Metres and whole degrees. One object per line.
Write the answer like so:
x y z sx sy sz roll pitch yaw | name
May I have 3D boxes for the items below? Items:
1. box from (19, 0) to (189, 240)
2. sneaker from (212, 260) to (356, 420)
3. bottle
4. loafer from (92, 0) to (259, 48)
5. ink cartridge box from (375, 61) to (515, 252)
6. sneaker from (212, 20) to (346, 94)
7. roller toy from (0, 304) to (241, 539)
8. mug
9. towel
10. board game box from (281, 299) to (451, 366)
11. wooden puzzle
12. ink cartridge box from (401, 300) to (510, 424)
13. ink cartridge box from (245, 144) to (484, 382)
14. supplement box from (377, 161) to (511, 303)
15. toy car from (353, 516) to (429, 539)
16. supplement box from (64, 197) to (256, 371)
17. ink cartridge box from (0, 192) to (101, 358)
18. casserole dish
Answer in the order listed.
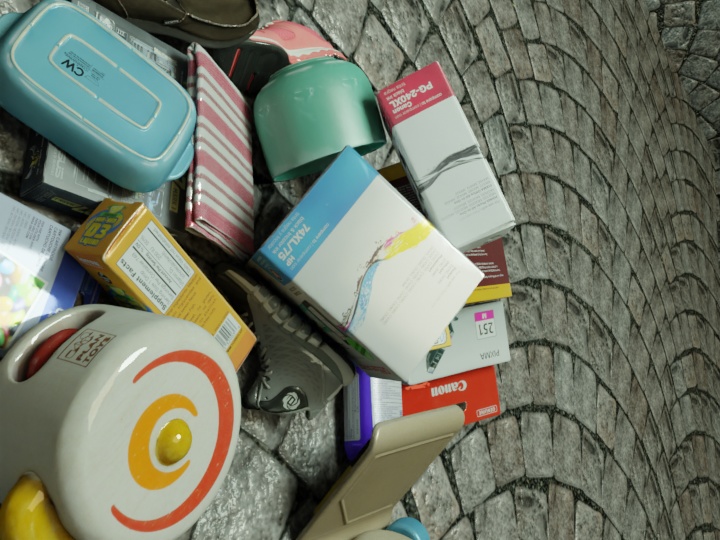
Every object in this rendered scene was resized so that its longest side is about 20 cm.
-0.235 -0.144 0.692 0.157 0.050 0.203 20 64 -47 | box
-0.108 0.090 0.771 0.199 0.075 0.116 41 84 -5 | sneaker
0.015 0.142 0.912 0.083 0.065 0.204 16 67 -53 | bottle
-0.186 -0.287 0.740 0.198 0.071 0.074 -10 69 -39 | loafer
0.099 -0.121 0.839 0.145 0.082 0.203 33 33 -84 | ink cartridge box
-0.111 -0.277 0.890 0.198 0.074 0.087 -8 57 -46 | sneaker
-0.192 0.125 0.565 0.199 0.138 0.186 15 82 -58 | roller toy
-0.061 -0.185 0.865 0.150 0.184 0.116 -20 94 -27 | mug
-0.154 -0.121 0.759 0.146 0.029 0.204 51 35 -72 | towel
0.003 0.037 0.863 0.197 0.040 0.156 -10 87 -17 | board game box
0.022 0.244 0.834 0.184 0.202 0.037 2 34 -51 | wooden puzzle
0.136 0.144 1.027 0.197 0.043 0.177 -7 88 -33 | ink cartridge box
0.000 0.000 0.768 0.200 0.147 0.147 41 76 -7 | ink cartridge box
0.104 -0.045 1.024 0.196 0.131 0.204 -4 83 -51 | supplement box
0.043 0.432 0.826 0.184 0.175 0.203 1 107 -62 | toy car
-0.181 0.025 0.661 0.069 0.066 0.201 -56 136 -29 | supplement box
-0.301 0.002 0.578 0.199 0.042 0.121 36 54 -42 | ink cartridge box
-0.229 -0.158 0.622 0.199 0.039 0.122 36 56 -22 | casserole dish
